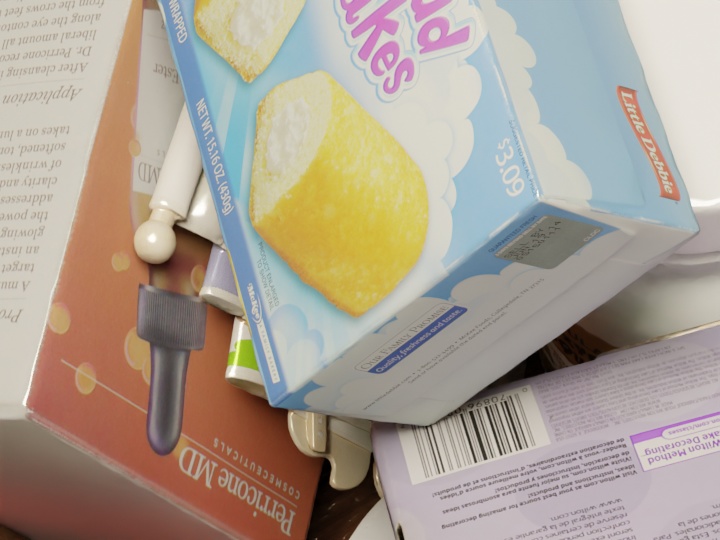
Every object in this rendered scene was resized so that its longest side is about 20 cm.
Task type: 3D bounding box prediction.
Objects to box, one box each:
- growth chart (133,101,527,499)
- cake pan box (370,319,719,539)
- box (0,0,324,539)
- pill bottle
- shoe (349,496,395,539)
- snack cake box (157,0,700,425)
[{"bbox_3d":[0.000,0.000,0.846,0.018,0.200,0.145,-7,51,40],"label":"growth chart"},{"bbox_3d":[0.106,0.087,0.691,0.200,0.052,0.184,-16,32,-2],"label":"cake pan box"},{"bbox_3d":[-0.081,-0.016,0.855,0.106,0.152,0.200,-3,65,34],"label":"box"},{"bbox_3d":[0.107,-0.017,0.818,0.114,0.200,0.114,-3,66,7],"label":"pill bottle"},{"bbox_3d":[0.028,0.159,0.761,0.071,0.091,0.200,-4,44,8],"label":"shoe"},{"bbox_3d":[0.008,-0.070,0.732,0.115,0.067,0.200,-39,55,37],"label":"snack cake box"}]
